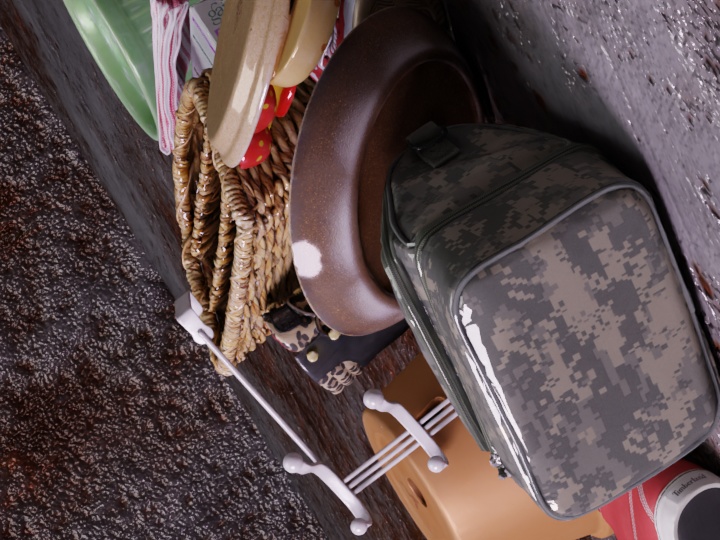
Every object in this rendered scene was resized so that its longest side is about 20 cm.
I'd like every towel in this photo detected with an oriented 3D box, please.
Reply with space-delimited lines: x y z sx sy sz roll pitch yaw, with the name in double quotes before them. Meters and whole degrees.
"towel" -0.147 -0.204 1.890 0.200 0.030 0.147 -92 2 -53

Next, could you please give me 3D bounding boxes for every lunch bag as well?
"lunch bag" 0.099 0.021 1.345 0.200 0.139 0.168 63 172 -31

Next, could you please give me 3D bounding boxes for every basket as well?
"basket" -0.090 -0.054 1.662 0.143 0.149 0.200 39 151 16

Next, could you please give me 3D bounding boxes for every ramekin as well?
"ramekin" -0.191 -0.227 2.115 0.200 0.098 0.200 56 170 16

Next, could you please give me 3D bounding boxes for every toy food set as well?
"toy food set" -0.055 -0.163 1.498 0.198 0.049 0.200 -90 15 -46

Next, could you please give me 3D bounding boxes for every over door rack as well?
"over door rack" -0.008 0.057 1.525 0.200 0.148 0.067 51 -173 -7

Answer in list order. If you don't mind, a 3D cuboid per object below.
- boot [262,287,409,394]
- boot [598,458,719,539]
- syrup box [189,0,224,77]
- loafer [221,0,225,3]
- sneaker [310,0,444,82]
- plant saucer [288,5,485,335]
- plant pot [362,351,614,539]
"boot" 0.000 0.000 1.619 0.073 0.151 0.200 51 -178 29
"boot" 0.199 0.190 1.520 0.144 0.072 0.200 34 146 56
"syrup box" -0.080 -0.160 1.831 0.082 0.079 0.200 58 170 9
"loafer" -0.064 -0.201 1.664 0.200 0.068 0.076 58 170 6
"sneaker" 0.003 -0.150 1.491 0.113 0.071 0.200 48 168 31
"plant saucer" 0.025 -0.057 1.404 0.032 0.200 0.200 12 143 30
"plant pot" 0.095 0.121 1.640 0.200 0.140 0.200 55 168 17
